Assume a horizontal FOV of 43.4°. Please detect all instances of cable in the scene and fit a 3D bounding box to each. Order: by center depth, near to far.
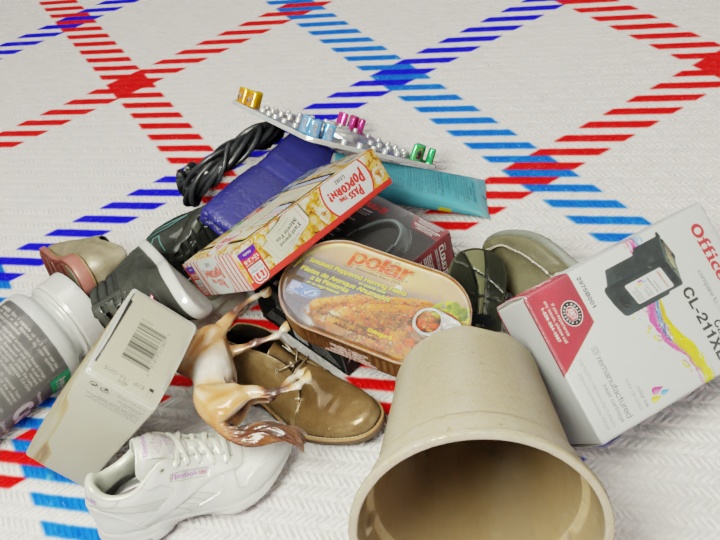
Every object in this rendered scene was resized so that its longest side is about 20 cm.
[{"bbox_3d":[-0.165,-0.141,1.166,0.162,0.051,0.200,-32,12,-4],"label":"cable"}]

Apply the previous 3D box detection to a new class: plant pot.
[{"bbox_3d":[0.093,0.150,0.752,0.198,0.202,0.184,-8,31,7],"label":"plant pot"}]

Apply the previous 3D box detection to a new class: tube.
[{"bbox_3d":[0.060,-0.104,1.102,0.198,0.051,0.078,8,47,-7],"label":"tube"}]

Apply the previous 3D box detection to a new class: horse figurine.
[{"bbox_3d":[-0.119,0.098,0.859,0.132,0.050,0.201,-26,46,-6],"label":"horse figurine"}]

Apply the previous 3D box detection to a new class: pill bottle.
[{"bbox_3d":[-0.380,0.099,0.980,0.113,0.114,0.200,25,55,36],"label":"pill bottle"}]

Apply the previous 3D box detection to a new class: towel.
[{"bbox_3d":[-0.082,-0.082,1.120,0.147,0.050,0.200,35,56,16],"label":"towel"}]

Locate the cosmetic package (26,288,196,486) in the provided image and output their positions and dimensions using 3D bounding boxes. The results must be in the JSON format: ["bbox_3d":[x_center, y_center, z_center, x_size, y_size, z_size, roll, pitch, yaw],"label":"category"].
[{"bbox_3d":[-0.241,0.116,0.863,0.071,0.200,0.106,33,45,-14],"label":"cosmetic package"}]

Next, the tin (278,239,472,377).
[{"bbox_3d":[0.014,0.037,0.887,0.198,0.042,0.113,20,63,22],"label":"tin"}]

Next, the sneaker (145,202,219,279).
[{"bbox_3d":[-0.238,-0.009,1.105,0.079,0.076,0.200,4,39,46],"label":"sneaker"}]

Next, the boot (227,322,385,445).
[{"bbox_3d":[-0.065,0.112,0.907,0.199,0.076,0.074,19,49,31],"label":"boot"}]

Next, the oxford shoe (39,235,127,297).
[{"bbox_3d":[-0.333,-0.007,1.092,0.074,0.071,0.199,-32,23,-25],"label":"oxford shoe"}]

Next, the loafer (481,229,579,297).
[{"bbox_3d":[0.194,0.022,0.931,0.069,0.076,0.199,-35,45,-28],"label":"loafer"}]

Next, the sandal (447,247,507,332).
[{"bbox_3d":[0.104,0.071,0.914,0.079,0.058,0.202,20,60,5],"label":"sandal"}]

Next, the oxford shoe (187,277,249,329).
[{"bbox_3d":[-0.220,0.058,1.023,0.199,0.058,0.075,-30,46,-15],"label":"oxford shoe"}]

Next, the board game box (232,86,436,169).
[{"bbox_3d":[-0.032,-0.180,1.136,0.199,0.026,0.200,7,17,-38],"label":"board game box"}]

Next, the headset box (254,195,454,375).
[{"bbox_3d":[0.000,0.000,1.009,0.200,0.078,0.148,-39,47,-23],"label":"headset box"}]

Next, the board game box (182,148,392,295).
[{"bbox_3d":[-0.082,-0.051,0.976,0.200,0.047,0.151,-39,15,-25],"label":"board game box"}]

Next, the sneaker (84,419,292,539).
[{"bbox_3d":[-0.157,0.185,0.835,0.199,0.100,0.075,-24,41,-13],"label":"sneaker"}]

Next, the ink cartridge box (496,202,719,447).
[{"bbox_3d":[0.250,0.048,0.828,0.199,0.083,0.147,-27,84,-13],"label":"ink cartridge box"}]

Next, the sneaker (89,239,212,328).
[{"bbox_3d":[-0.225,0.037,0.954,0.099,0.071,0.200,-46,31,-9],"label":"sneaker"}]
